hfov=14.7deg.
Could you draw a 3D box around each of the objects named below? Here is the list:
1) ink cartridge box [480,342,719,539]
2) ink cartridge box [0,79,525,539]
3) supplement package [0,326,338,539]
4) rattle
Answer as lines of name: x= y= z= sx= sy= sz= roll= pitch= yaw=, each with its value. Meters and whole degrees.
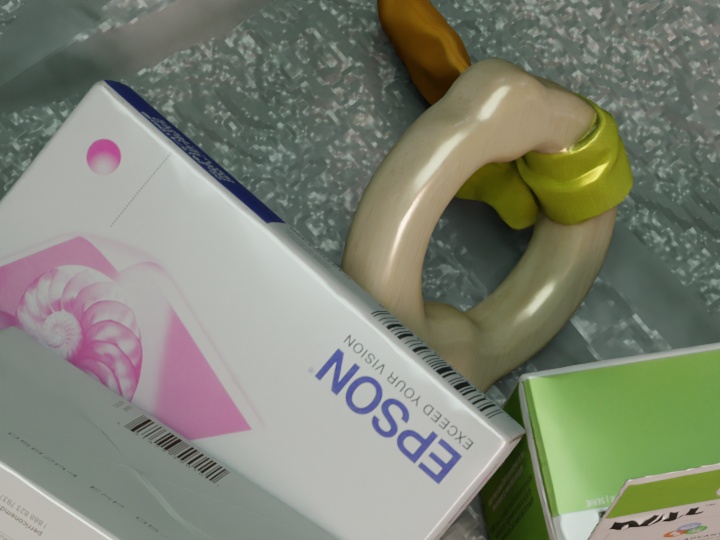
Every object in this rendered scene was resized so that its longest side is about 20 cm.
ink cartridge box: x=0.133 y=0.059 z=0.986 sx=0.147 sy=0.200 sz=0.076 roll=-8 pitch=71 yaw=-11
ink cartridge box: x=-0.078 y=0.070 z=0.993 sx=0.196 sy=0.043 sz=0.200 roll=40 pitch=97 yaw=9
supplement package: x=-0.123 y=0.148 z=0.907 sx=0.152 sy=0.151 sz=0.200 roll=33 pitch=99 yaw=5
rattle: x=0.000 y=0.000 z=1.069 sx=0.143 sy=0.130 sz=0.200 roll=33 pitch=100 yaw=24
